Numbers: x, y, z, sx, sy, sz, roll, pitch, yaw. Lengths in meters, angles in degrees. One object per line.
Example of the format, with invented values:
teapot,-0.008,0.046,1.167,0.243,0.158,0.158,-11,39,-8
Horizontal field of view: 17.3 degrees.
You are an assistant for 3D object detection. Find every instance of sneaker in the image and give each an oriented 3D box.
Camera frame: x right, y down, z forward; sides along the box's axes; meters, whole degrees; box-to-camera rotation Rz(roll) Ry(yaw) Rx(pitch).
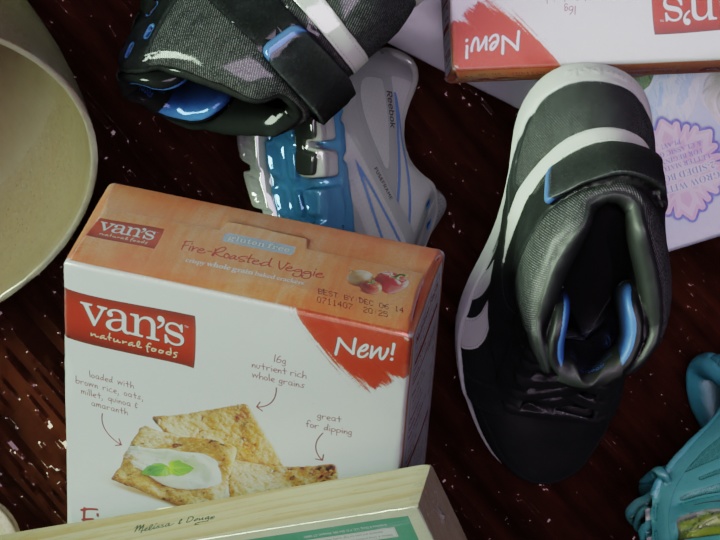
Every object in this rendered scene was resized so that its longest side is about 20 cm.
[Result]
sneaker,0.145,0.116,0.977,0.079,0.078,0.201,19,49,6
sneaker,0.078,0.030,0.939,0.072,0.112,0.201,2,126,-2
sneaker,0.000,0.000,1.000,0.086,0.075,0.202,-7,105,-36
sneaker,-0.077,-0.125,0.938,0.199,0.073,0.112,32,79,32

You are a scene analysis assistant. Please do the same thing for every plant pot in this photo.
plant pot,-0.215,-0.077,0.939,0.199,0.201,0.135,-18,55,-3

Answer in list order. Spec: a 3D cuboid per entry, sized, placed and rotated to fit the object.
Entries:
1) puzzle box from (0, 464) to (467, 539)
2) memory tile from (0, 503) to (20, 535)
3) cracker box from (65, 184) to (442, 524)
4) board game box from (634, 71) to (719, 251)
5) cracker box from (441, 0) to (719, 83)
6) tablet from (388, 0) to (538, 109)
puzzle box,-0.039,0.147,0.919,0.198,0.025,0.134,-11,121,24
memory tile,-0.201,0.165,1.012,0.153,0.017,0.201,-29,93,-3
cracker box,-0.044,0.074,0.931,0.133,0.058,0.201,11,126,10
board game box,0.178,-0.126,1.006,0.198,0.041,0.201,-17,91,-3
cracker box,0.096,-0.179,0.953,0.133,0.058,0.202,-3,90,-1
tablet,0.088,-0.134,1.028,0.199,0.014,0.131,26,89,-4
